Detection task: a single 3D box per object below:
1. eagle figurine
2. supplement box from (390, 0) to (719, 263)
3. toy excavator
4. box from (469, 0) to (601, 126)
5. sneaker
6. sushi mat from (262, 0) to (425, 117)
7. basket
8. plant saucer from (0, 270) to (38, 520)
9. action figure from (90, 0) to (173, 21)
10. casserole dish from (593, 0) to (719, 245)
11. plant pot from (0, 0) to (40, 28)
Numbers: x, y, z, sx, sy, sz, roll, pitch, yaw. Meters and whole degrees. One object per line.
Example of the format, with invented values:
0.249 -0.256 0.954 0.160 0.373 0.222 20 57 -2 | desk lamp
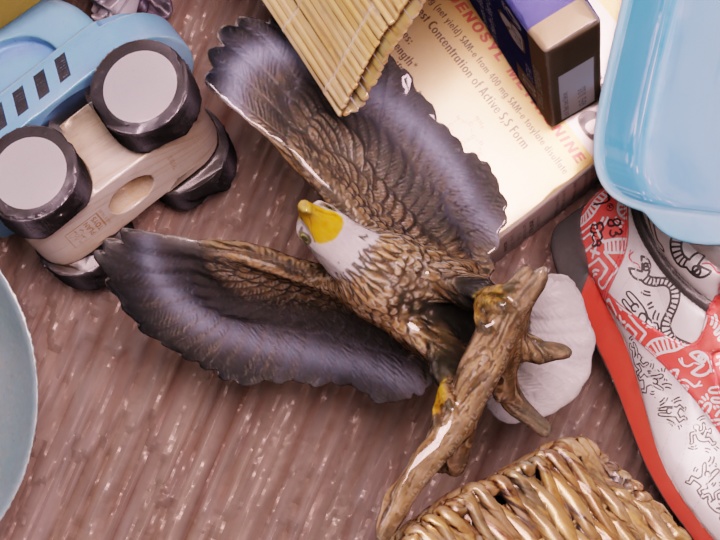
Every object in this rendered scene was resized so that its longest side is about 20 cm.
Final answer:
-0.002 -0.005 0.930 0.151 0.152 0.200 -30 44 -26 | eagle figurine
0.067 -0.088 1.015 0.200 0.074 0.126 -38 81 -1 | supplement box
-0.186 -0.082 1.038 0.194 0.100 0.200 -37 68 -2 | toy excavator
0.041 -0.165 0.931 0.032 0.121 0.201 -30 77 1 | box
0.172 0.039 0.970 0.108 0.067 0.202 -37 75 38 | sneaker
-0.027 -0.169 0.940 0.096 0.012 0.201 -55 50 30 | sushi mat
0.086 0.192 0.982 0.142 0.149 0.201 -25 79 -32 | basket
-0.244 0.057 1.032 0.199 0.039 0.203 0 92 11 | plant saucer
-0.091 -0.180 1.048 0.198 0.069 0.131 3 89 18 | action figure
0.173 -0.100 0.932 0.120 0.039 0.202 7 74 28 | casserole dish
-0.183 -0.227 0.954 0.199 0.176 0.201 -31 52 18 | plant pot
